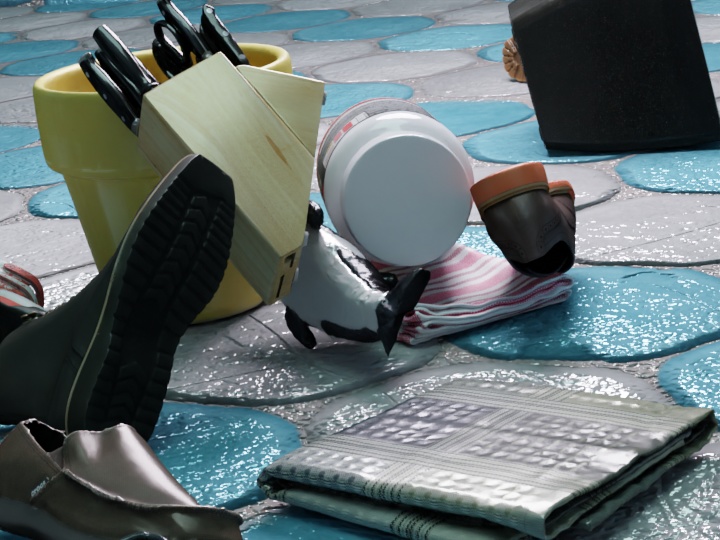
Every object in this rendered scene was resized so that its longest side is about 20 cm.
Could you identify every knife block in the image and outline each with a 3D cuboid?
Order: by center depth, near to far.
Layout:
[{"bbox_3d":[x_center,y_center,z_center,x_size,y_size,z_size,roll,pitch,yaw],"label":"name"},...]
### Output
[{"bbox_3d":[-0.115,-0.089,1.211,0.174,0.064,0.202,9,57,-5],"label":"knife block"}]

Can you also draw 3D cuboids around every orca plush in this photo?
[{"bbox_3d":[0.000,0.000,1.248,0.070,0.107,0.199,-9,6,-29],"label":"orca plush"}]

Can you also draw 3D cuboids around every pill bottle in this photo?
[{"bbox_3d":[0.026,-0.068,1.367,0.114,0.117,0.200,-7,10,-2],"label":"pill bottle"}]

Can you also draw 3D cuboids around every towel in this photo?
[{"bbox_3d":[0.075,0.108,1.006,0.199,0.035,0.192,4,16,40],"label":"towel"},{"bbox_3d":[0.048,0.007,1.356,0.145,0.030,0.199,-14,17,-28],"label":"towel"}]

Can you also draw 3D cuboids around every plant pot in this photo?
[{"bbox_3d":[-0.143,-0.065,1.388,0.198,0.191,0.201,-5,15,1],"label":"plant pot"},{"bbox_3d":[0.250,-0.221,1.817,0.176,0.201,0.200,-16,15,7],"label":"plant pot"}]

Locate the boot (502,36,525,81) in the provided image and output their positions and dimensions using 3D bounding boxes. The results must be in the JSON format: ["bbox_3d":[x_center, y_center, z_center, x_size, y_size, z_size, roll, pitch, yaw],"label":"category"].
[{"bbox_3d":[0.279,-0.267,2.164,0.107,0.076,0.199,-13,15,-41],"label":"boot"}]

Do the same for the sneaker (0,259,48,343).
[{"bbox_3d":[-0.259,0.031,1.319,0.200,0.068,0.108,2,20,37],"label":"sneaker"}]

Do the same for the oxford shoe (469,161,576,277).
[{"bbox_3d":[0.125,-0.026,1.304,0.071,0.073,0.200,-22,-10,15],"label":"oxford shoe"}]

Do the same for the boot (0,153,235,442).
[{"bbox_3d":[-0.170,0.016,1.148,0.138,0.201,0.077,5,-26,46],"label":"boot"}]

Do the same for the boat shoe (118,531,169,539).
[{"bbox_3d":[-0.111,0.176,0.762,0.075,0.061,0.200,-6,16,1],"label":"boat shoe"}]

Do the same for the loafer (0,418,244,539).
[{"bbox_3d":[-0.134,0.113,0.929,0.199,0.072,0.073,7,-13,41],"label":"loafer"}]
